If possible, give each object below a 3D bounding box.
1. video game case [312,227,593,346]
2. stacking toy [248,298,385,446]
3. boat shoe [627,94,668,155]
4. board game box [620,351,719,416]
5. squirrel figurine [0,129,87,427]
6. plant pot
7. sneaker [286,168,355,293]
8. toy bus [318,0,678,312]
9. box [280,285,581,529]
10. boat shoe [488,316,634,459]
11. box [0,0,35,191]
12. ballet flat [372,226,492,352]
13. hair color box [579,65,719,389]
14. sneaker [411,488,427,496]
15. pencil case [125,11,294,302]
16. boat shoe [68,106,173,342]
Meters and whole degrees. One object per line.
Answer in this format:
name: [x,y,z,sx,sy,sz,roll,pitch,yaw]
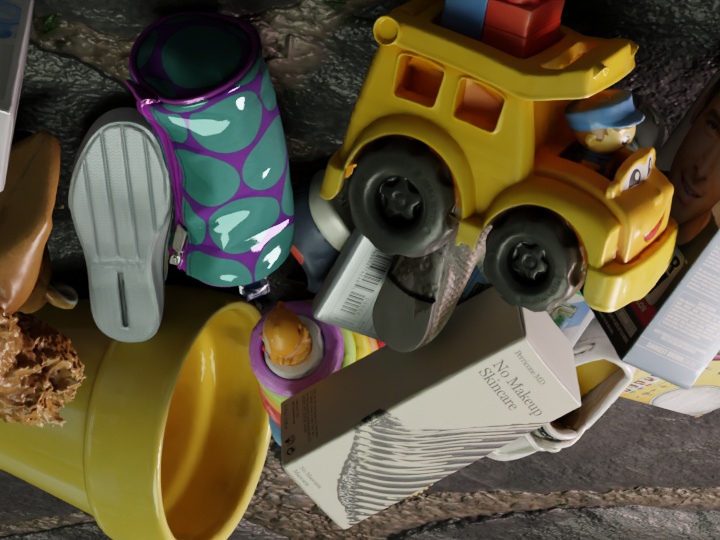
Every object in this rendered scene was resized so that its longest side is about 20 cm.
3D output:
video game case: [0.089,-0.017,1.490,0.181,0.022,0.201,19,124,-18]
stacking toy: [-0.039,0.062,1.591,0.109,0.117,0.200,-2,168,12]
boat shoe: [0.159,-0.081,1.398,0.070,0.071,0.201,-33,123,-5]
board game box: [0.275,0.052,1.643,0.135,0.035,0.200,16,150,-36]
squirrel figurine: [-0.258,0.012,1.508,0.140,0.202,0.187,-6,164,0]
plant pot: [-0.188,0.103,1.676,0.188,0.202,0.201,10,154,21]
sneaker: [0.000,0.000,1.572,0.084,0.075,0.200,-16,135,30]
toy bus: [0.098,-0.095,1.272,0.199,0.136,0.193,24,116,19]
box: [0.046,0.092,1.514,0.199,0.069,0.082,-30,124,20]
boat shoe: [0.141,0.096,1.622,0.071,0.070,0.200,34,136,-15]
box: [-0.302,-0.134,1.327,0.198,0.113,0.101,10,152,-9]
ballet flat: [0.064,-0.032,1.437,0.067,0.046,0.201,35,122,19]
hair color box: [0.219,-0.039,1.343,0.060,0.099,0.201,23,113,-29]
sneaker: [0.037,0.113,1.772,0.089,0.075,0.200,14,141,-18]
pencil case: [-0.094,-0.073,1.413,0.092,0.085,0.201,-32,145,-18]
boat shoe: [-0.163,-0.039,1.526,0.071,0.062,0.201,6,133,-1]
